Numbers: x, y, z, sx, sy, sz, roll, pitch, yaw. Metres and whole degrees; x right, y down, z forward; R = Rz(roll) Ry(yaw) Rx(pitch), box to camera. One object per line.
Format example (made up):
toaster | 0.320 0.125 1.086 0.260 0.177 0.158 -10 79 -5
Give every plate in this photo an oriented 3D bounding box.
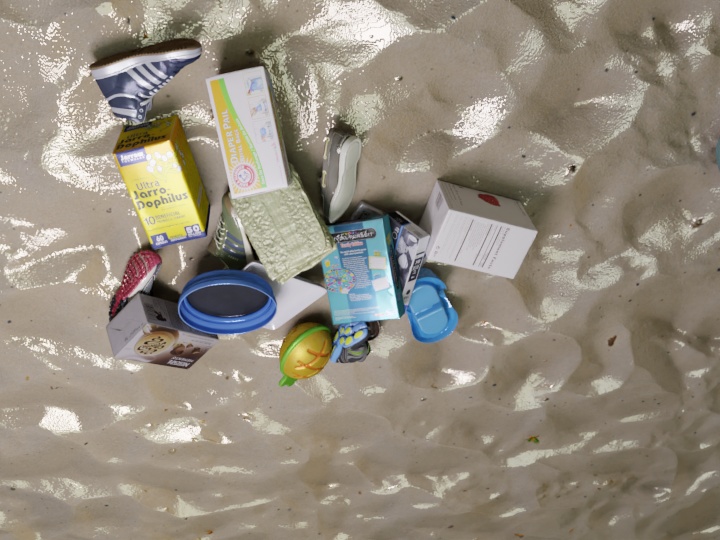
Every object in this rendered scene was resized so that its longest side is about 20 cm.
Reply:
plate | -0.201 0.048 1.446 0.197 0.033 0.198 22 136 -38

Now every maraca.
maraca | -0.127 0.193 1.552 0.135 0.108 0.202 -21 148 -32

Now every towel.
towel | -0.147 -0.090 1.300 0.146 0.037 0.203 -29 98 7

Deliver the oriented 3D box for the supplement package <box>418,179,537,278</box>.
supplement package | 0.233 -0.083 1.403 0.195 0.122 0.122 12 122 -16

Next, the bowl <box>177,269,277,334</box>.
bowl | -0.266 0.064 1.391 0.195 0.040 0.202 -5 147 -3

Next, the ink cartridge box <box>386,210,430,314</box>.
ink cartridge box | 0.073 -0.009 1.424 0.039 0.099 0.204 -20 135 -41

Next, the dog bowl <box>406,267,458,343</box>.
dog bowl | 0.145 0.075 1.532 0.109 0.050 0.202 -25 131 4

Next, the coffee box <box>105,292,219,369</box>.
coffee box | -0.406 0.130 1.436 0.113 0.081 0.199 -40 148 17

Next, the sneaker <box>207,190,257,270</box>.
sneaker | -0.264 -0.059 1.379 0.088 0.068 0.203 -14 129 -4

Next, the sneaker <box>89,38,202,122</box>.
sneaker | -0.351 -0.322 1.184 0.195 0.071 0.111 -10 121 8

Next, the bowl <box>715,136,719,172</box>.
bowl | 0.797 -0.242 1.386 0.195 0.106 0.205 -4 125 -6

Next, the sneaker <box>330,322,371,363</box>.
sneaker | -0.011 0.154 1.517 0.081 0.072 0.200 10 152 -12

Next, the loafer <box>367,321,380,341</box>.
loafer | -0.009 0.088 1.517 0.072 0.072 0.202 -23 125 8

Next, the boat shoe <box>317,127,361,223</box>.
boat shoe | -0.047 -0.181 1.333 0.060 0.072 0.204 32 138 18

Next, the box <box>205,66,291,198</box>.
box | -0.189 -0.235 1.198 0.099 0.113 0.205 -11 100 0

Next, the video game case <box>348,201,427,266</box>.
video game case | 0.048 -0.047 1.466 0.197 0.018 0.144 24 117 -22

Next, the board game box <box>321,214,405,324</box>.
board game box | 0.000 0.000 1.399 0.147 0.047 0.205 -6 102 21

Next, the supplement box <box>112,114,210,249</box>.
supplement box | -0.358 -0.161 1.271 0.106 0.111 0.203 -13 125 1

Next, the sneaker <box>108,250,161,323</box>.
sneaker | -0.452 0.039 1.423 0.073 0.082 0.201 10 130 -37
